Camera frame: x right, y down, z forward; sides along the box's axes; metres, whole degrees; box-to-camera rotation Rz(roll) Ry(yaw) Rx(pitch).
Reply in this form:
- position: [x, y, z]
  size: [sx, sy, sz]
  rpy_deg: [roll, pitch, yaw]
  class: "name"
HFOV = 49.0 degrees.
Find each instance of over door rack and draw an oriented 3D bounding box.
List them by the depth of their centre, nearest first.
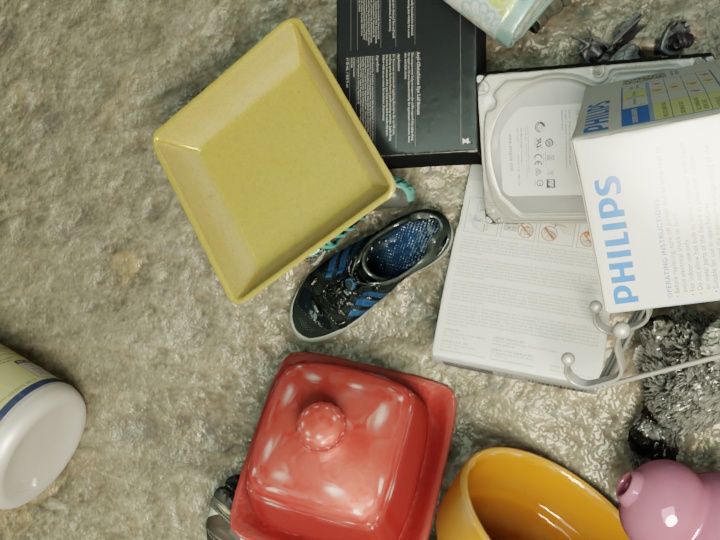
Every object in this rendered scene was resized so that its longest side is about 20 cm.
- position: [0.263, 0.019, 0.618]
  size: [0.199, 0.148, 0.067]
  rpy_deg: [-15, 117, 50]
  class: "over door rack"

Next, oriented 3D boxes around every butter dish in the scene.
- position: [-0.024, 0.162, 0.734]
  size: [0.197, 0.148, 0.202]
  rpy_deg: [10, 65, 16]
  class: "butter dish"

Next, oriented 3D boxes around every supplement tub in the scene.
- position: [-0.422, 0.152, 0.867]
  size: [0.198, 0.145, 0.146]
  rpy_deg: [26, 95, 15]
  class: "supplement tub"

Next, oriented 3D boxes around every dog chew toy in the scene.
- position: [0.306, 0.228, 0.660]
  size: [0.199, 0.125, 0.125]
  rpy_deg: [30, 97, -1]
  class: "dog chew toy"

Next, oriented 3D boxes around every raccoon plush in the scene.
- position: [0.303, 0.120, 0.666]
  size: [0.095, 0.134, 0.203]
  rpy_deg: [-3, 103, -9]
  class: "raccoon plush"

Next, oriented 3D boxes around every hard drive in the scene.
- position: [0.205, -0.112, 0.699]
  size: [0.198, 0.038, 0.141]
  rpy_deg: [2, 109, 22]
  class: "hard drive"

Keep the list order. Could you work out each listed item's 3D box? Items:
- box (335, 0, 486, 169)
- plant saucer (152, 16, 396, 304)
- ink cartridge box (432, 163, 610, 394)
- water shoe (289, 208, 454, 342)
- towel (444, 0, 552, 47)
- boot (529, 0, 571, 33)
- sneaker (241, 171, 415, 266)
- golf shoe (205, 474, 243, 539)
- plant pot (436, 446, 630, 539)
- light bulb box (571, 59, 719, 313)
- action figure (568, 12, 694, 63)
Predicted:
- position: [0.052, -0.207, 0.779]
  size: [0.139, 0.079, 0.203]
  rpy_deg: [0, 88, 19]
  class: "box"
- position: [-0.081, -0.101, 0.758]
  size: [0.199, 0.048, 0.201]
  rpy_deg: [-34, 76, 19]
  class: "plant saucer"
- position: [0.165, 0.005, 0.771]
  size: [0.160, 0.050, 0.202]
  rpy_deg: [9, 73, 16]
  class: "ink cartridge box"
- position: [0.000, 0.000, 0.787]
  size: [0.199, 0.079, 0.072]
  rpy_deg: [-37, 79, 12]
  class: "water shoe"
- position: [0.131, -0.326, 0.703]
  size: [0.171, 0.048, 0.201]
  rpy_deg: [40, 95, 12]
  class: "towel"
- position: [0.170, -0.342, 0.755]
  size: [0.130, 0.068, 0.202]
  rpy_deg: [-25, 84, 13]
  class: "boot"
- position: [-0.036, -0.052, 0.807]
  size: [0.198, 0.077, 0.092]
  rpy_deg: [-4, 91, 25]
  class: "sneaker"
- position: [-0.076, 0.299, 0.811]
  size: [0.199, 0.078, 0.095]
  rpy_deg: [33, 108, 21]
  class: "golf shoe"
- position: [0.134, 0.294, 0.696]
  size: [0.199, 0.200, 0.185]
  rpy_deg: [33, 112, 14]
  class: "plant pot"
- position: [0.262, -0.075, 0.554]
  size: [0.198, 0.198, 0.126]
  rpy_deg: [-9, 108, 22]
  class: "light bulb box"
- position: [0.273, -0.159, 0.723]
  size: [0.200, 0.069, 0.131]
  rpy_deg: [42, 104, 16]
  class: "action figure"
